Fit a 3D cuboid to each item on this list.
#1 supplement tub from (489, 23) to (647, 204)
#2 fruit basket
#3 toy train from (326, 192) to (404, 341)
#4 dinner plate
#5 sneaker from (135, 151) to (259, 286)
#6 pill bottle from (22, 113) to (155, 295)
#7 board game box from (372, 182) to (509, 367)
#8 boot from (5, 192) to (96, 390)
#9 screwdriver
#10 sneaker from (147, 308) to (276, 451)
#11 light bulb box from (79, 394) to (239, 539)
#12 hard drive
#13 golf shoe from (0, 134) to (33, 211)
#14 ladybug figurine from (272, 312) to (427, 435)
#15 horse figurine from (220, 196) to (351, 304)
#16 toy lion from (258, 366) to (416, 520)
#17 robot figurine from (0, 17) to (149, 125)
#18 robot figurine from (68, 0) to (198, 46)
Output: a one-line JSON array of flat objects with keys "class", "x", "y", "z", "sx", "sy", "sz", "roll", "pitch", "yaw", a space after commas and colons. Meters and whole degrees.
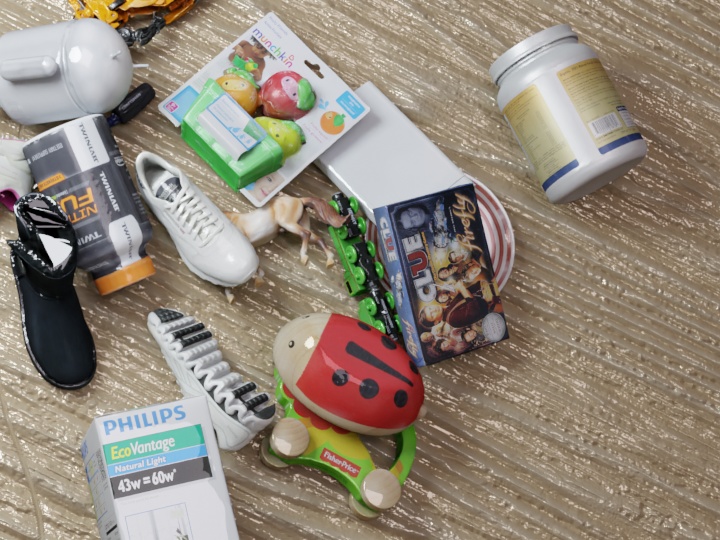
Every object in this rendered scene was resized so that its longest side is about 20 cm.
[{"class": "supplement tub", "x": 0.266, "y": -0.203, "z": 1.823, "sx": 0.144, "sy": 0.144, "sz": 0.200, "roll": -24, "pitch": 81, "yaw": -20}, {"class": "fruit basket", "x": -0.118, "y": -0.204, "z": 1.741, "sx": 0.200, "sy": 0.094, "sz": 0.185, "roll": -43, "pitch": 83, "yaw": -12}, {"class": "toy train", "x": 0.000, "y": 0.000, "z": 1.741, "sx": 0.042, "sy": 0.056, "sz": 0.201, "roll": -15, "pitch": 77, "yaw": -30}, {"class": "dinner plate", "x": 0.100, "y": -0.036, "z": 1.795, "sx": 0.199, "sy": 0.024, "sz": 0.201, "roll": 4, "pitch": 72, "yaw": -13}, {"class": "sneaker", "x": -0.200, "y": -0.060, "z": 1.667, "sx": 0.076, "sy": 0.081, "sz": 0.200, "roll": -43, "pitch": 70, "yaw": -13}, {"class": "pill bottle", "x": -0.311, "y": -0.074, "z": 1.648, "sx": 0.106, "sy": 0.106, "sz": 0.201, "roll": -25, "pitch": 94, "yaw": -20}, {"class": "board game box", "x": 0.100, "y": 0.005, "z": 1.723, "sx": 0.135, "sy": 0.035, "sz": 0.201, "roll": -17, "pitch": 95, "yaw": -31}, {"class": "boot", "x": -0.349, "y": 0.027, "z": 1.585, "sx": 0.076, "sy": 0.168, "sz": 0.201, "roll": -16, "pitch": 79, "yaw": -18}, {"class": "screwdriver", "x": -0.329, "y": -0.167, "z": 1.721, "sx": 0.200, "sy": 0.028, "sz": 0.029, "roll": -41, "pitch": 115, "yaw": -25}, {"class": "sneaker", "x": -0.190, "y": 0.127, "z": 1.648, "sx": 0.200, "sy": 0.081, "sz": 0.075, "roll": 47, "pitch": 29, "yaw": 19}, {"class": "light bulb box", "x": -0.220, "y": 0.259, "z": 1.531, "sx": 0.124, "sy": 0.198, "sz": 0.201, "roll": -10, "pitch": 78, "yaw": -19}, {"class": "hard drive", "x": 0.031, "y": -0.136, "z": 1.787, "sx": 0.132, "sy": 0.027, "sz": 0.200, "roll": -39, "pitch": 75, "yaw": -21}, {"class": "golf shoe", "x": -0.468, "y": -0.110, "z": 1.627, "sx": 0.200, "sy": 0.075, "sz": 0.092, "roll": -2, "pitch": 86, "yaw": -36}, {"class": "ladybug figurine", "x": -0.005, "y": 0.116, "z": 1.650, "sx": 0.200, "sy": 0.072, "sz": 0.136, "roll": 27, "pitch": 54, "yaw": -7}, {"class": "horse figurine", "x": -0.112, "y": -0.044, "z": 1.718, "sx": 0.199, "sy": 0.050, "sz": 0.133, "roll": -21, "pitch": 60, "yaw": -5}, {"class": "toy lion", "x": -0.019, "y": 0.172, "z": 1.688, "sx": 0.200, "sy": 0.069, "sz": 0.192, "roll": 30, "pitch": 61, "yaw": -4}, {"class": "robot figurine", "x": -0.355, "y": -0.236, "z": 1.665, "sx": 0.199, "sy": 0.170, "sz": 0.113, "roll": -6, "pitch": 96, "yaw": 19}, {"class": "robot figurine", "x": -0.281, "y": -0.360, "z": 1.778, "sx": 0.200, "sy": 0.058, "sz": 0.145, "roll": -37, "pitch": 85, "yaw": -22}]
